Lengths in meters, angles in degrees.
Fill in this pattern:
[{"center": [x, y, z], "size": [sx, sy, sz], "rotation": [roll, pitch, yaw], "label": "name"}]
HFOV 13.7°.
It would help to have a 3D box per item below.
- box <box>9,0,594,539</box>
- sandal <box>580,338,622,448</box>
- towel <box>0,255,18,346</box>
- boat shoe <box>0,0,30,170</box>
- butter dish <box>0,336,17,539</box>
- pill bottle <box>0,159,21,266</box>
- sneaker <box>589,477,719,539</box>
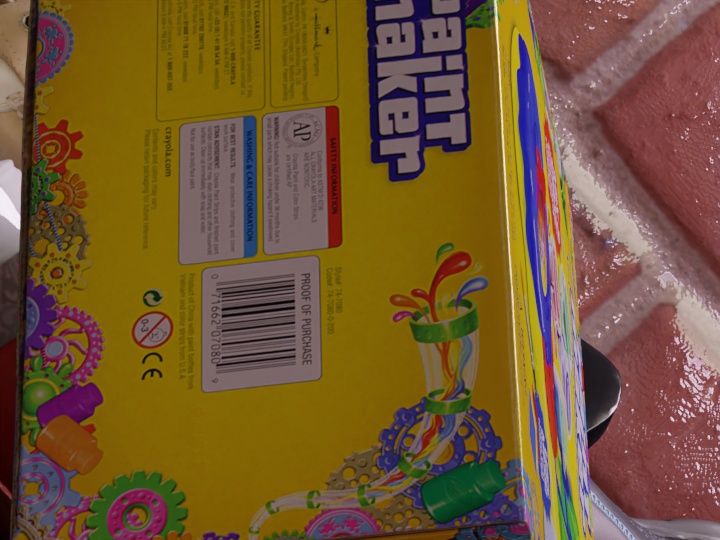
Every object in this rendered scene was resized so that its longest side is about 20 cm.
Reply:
[{"center": [-0.007, 0.025, 0.792], "size": [0.193, 0.121, 0.201], "rotation": [72, 14, -58], "label": "box"}, {"center": [0.000, 0.000, 0.956], "size": [0.199, 0.043, 0.076], "rotation": [30, 39, -11], "label": "sandal"}, {"center": [-0.085, 0.031, 1.251], "size": [0.171, 0.048, 0.200], "rotation": [-25, -68, 41], "label": "towel"}, {"center": [-0.116, -0.065, 1.023], "size": [0.200, 0.065, 0.072], "rotation": [35, 12, 34], "label": "boat shoe"}, {"center": [-0.042, 0.069, 0.994], "size": [0.200, 0.148, 0.200], "rotation": [50, -2, 11], "label": "butter dish"}, {"center": [-0.176, -0.078, 0.880], "size": [0.201, 0.112, 0.112], "rotation": [59, -3, -8], "label": "pill bottle"}, {"center": [0.082, 0.114, 0.950], "size": [0.200, 0.073, 0.082], "rotation": [31, 24, -37], "label": "sneaker"}]
